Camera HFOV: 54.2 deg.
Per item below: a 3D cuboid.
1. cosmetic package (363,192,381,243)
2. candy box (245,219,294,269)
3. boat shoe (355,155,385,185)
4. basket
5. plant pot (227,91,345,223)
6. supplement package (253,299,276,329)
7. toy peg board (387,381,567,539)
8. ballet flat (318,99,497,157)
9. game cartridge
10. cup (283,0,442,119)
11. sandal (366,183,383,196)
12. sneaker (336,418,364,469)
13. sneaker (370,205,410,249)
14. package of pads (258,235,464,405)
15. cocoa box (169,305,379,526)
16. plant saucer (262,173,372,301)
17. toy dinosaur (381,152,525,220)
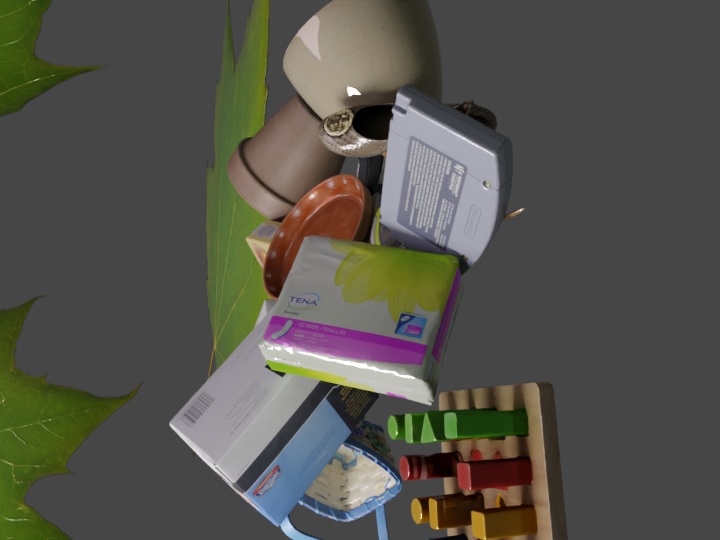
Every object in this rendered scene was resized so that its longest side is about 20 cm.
[{"bbox_3d":[0.000,0.000,0.932,0.082,0.050,0.203,-23,45,35],"label":"cosmetic package"},{"bbox_3d":[-0.084,-0.007,1.097,0.198,0.055,0.117,16,141,46],"label":"candy box"},{"bbox_3d":[0.008,-0.200,1.029,0.073,0.060,0.204,-129,46,-60],"label":"boat shoe"},{"bbox_3d":[-0.033,0.278,0.925,0.138,0.175,0.203,-37,34,29],"label":"basket"},{"bbox_3d":[-0.098,-0.196,1.181,0.175,0.197,0.202,-51,38,28],"label":"plant pot"},{"bbox_3d":[-0.119,0.167,1.254,0.118,0.114,0.204,120,145,-50],"label":"supplement package"},{"bbox_3d":[0.102,0.220,0.697,0.200,0.096,0.204,150,120,-66],"label":"toy peg board"},{"bbox_3d":[0.047,-0.158,0.754,0.047,0.195,0.069,67,-150,-61],"label":"ballet flat"},{"bbox_3d":[0.085,-0.080,0.715,0.042,0.131,0.202,-53,-16,-30],"label":"game cartridge"},{"bbox_3d":[0.022,-0.230,0.859,0.145,0.197,0.200,63,153,8],"label":"cup"},{"bbox_3d":[-0.012,-0.058,1.063,0.049,0.074,0.201,66,151,17],"label":"sandal"},{"bbox_3d":[-0.031,0.223,1.081,0.083,0.070,0.205,-163,76,-69],"label":"sneaker"},{"bbox_3d":[0.066,-0.006,0.872,0.080,0.073,0.204,-32,58,45],"label":"sneaker"},{"bbox_3d":[0.004,0.045,0.763,0.069,0.196,0.157,67,-143,-52],"label":"package of pads"},{"bbox_3d":[-0.101,0.169,0.852,0.132,0.201,0.132,16,148,50],"label":"cocoa box"},{"bbox_3d":[-0.058,-0.040,0.966,0.198,0.032,0.203,-32,39,29],"label":"plant saucer"},{"bbox_3d":[0.091,-0.081,0.781,0.198,0.106,0.061,35,93,23],"label":"toy dinosaur"}]
